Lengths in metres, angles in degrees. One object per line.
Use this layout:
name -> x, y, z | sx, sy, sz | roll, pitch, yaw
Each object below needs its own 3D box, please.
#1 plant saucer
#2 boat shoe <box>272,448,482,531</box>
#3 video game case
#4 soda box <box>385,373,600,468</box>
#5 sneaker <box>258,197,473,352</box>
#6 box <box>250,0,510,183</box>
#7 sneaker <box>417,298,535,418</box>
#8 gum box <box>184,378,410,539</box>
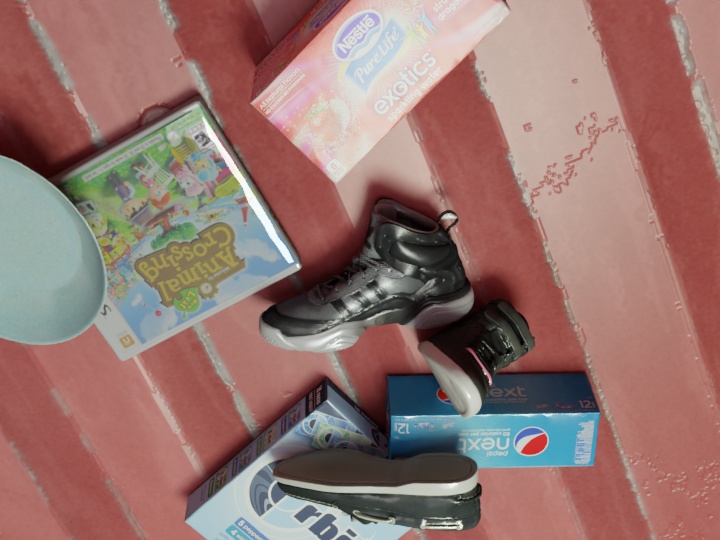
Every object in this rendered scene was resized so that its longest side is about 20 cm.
plant saucer -> -0.305, -0.026, 1.066 | 0.198, 0.039, 0.203 | 10, 127, 13
boat shoe -> 0.014, 0.206, 1.125 | 0.197, 0.076, 0.061 | 1, 111, 23
video game case -> -0.180, -0.032, 1.097 | 0.198, 0.022, 0.183 | -27, 115, 11
soda box -> 0.124, 0.144, 1.172 | 0.197, 0.068, 0.065 | 0, 119, -2
sneaker -> 0.000, 0.000, 1.094 | 0.197, 0.076, 0.115 | -10, 116, -4
box -> 0.013, -0.185, 0.987 | 0.200, 0.095, 0.102 | -42, 110, 17
sneaker -> 0.107, 0.069, 1.077 | 0.098, 0.200, 0.071 | -31, 93, 1
gum box -> -0.047, 0.230, 1.221 | 0.200, 0.045, 0.170 | -41, 111, 15
